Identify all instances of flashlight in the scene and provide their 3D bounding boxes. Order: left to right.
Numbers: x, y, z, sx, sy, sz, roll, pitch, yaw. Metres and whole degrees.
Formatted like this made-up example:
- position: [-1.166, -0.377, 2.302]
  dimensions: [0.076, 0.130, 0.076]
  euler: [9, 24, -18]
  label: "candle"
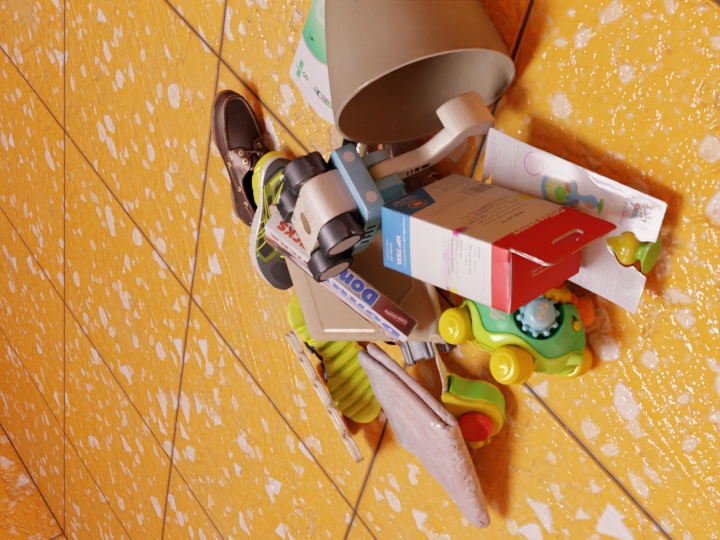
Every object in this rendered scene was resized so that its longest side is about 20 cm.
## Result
- position: [0.052, 0.011, 1.276]
  dimensions: [0.068, 0.067, 0.203]
  euler: [11, -120, -84]
  label: "flashlight"

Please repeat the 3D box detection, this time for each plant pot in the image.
- position: [0.037, -0.259, 1.059]
  dimensions: [0.187, 0.185, 0.203]
  euler: [-41, 61, 56]
  label: "plant pot"

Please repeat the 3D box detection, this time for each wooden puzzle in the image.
- position: [0.000, 0.000, 1.220]
  dimensions: [0.198, 0.037, 0.187]
  euler: [2, 122, 31]
  label: "wooden puzzle"

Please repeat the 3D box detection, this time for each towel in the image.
- position: [0.080, 0.203, 1.292]
  dimensions: [0.191, 0.032, 0.201]
  euler: [41, 161, 45]
  label: "towel"

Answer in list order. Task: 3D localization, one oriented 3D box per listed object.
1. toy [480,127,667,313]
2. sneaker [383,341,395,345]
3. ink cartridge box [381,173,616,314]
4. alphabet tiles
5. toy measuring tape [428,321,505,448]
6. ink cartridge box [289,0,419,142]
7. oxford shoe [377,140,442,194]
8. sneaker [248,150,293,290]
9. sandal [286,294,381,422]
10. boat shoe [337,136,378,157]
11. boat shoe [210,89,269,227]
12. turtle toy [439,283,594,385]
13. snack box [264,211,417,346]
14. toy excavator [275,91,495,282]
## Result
- position: [0.205, -0.055, 1.026]
  dimensions: [0.199, 0.047, 0.117]
  euler: [32, 127, 36]
  label: "toy"
- position: [-0.005, 0.004, 1.347]
  dimensions: [0.087, 0.074, 0.203]
  euler: [-16, 93, 63]
  label: "sneaker"
- position: [0.129, -0.024, 0.996]
  dimensions: [0.199, 0.115, 0.068]
  euler: [23, 126, 41]
  label: "ink cartridge box"
- position: [-0.050, 0.179, 1.474]
  dimensions: [0.202, 0.014, 0.196]
  euler: [60, 175, 10]
  label: "alphabet tiles"
- position: [0.127, 0.134, 1.206]
  dimensions: [0.073, 0.073, 0.202]
  euler: [32, 149, 43]
  label: "toy measuring tape"
- position: [0.000, -0.222, 1.231]
  dimensions: [0.201, 0.050, 0.162]
  euler: [56, 146, 22]
  label: "ink cartridge box"
- position: [0.084, -0.086, 1.180]
  dimensions: [0.072, 0.071, 0.202]
  euler: [-23, 95, 40]
  label: "oxford shoe"
- position: [-0.106, -0.059, 1.452]
  dimensions: [0.084, 0.074, 0.203]
  euler: [27, 129, 45]
  label: "sneaker"
- position: [-0.030, 0.116, 1.457]
  dimensions: [0.202, 0.079, 0.087]
  euler: [62, 178, 1]
  label: "sandal"
- position: [-0.011, -0.083, 1.234]
  dimensions: [0.073, 0.063, 0.203]
  euler: [29, 116, 30]
  label: "boat shoe"
- position: [-0.156, -0.153, 1.478]
  dimensions: [0.070, 0.070, 0.202]
  euler: [30, 140, 53]
  label: "boat shoe"
- position: [0.156, 0.035, 1.082]
  dimensions: [0.199, 0.145, 0.102]
  euler: [38, 115, 37]
  label: "turtle toy"
- position: [-0.024, 0.011, 1.177]
  dimensions: [0.199, 0.024, 0.072]
  euler: [38, 167, 3]
  label: "snack box"
- position: [0.026, -0.097, 1.087]
  dimensions: [0.101, 0.198, 0.195]
  euler: [59, 159, 14]
  label: "toy excavator"
